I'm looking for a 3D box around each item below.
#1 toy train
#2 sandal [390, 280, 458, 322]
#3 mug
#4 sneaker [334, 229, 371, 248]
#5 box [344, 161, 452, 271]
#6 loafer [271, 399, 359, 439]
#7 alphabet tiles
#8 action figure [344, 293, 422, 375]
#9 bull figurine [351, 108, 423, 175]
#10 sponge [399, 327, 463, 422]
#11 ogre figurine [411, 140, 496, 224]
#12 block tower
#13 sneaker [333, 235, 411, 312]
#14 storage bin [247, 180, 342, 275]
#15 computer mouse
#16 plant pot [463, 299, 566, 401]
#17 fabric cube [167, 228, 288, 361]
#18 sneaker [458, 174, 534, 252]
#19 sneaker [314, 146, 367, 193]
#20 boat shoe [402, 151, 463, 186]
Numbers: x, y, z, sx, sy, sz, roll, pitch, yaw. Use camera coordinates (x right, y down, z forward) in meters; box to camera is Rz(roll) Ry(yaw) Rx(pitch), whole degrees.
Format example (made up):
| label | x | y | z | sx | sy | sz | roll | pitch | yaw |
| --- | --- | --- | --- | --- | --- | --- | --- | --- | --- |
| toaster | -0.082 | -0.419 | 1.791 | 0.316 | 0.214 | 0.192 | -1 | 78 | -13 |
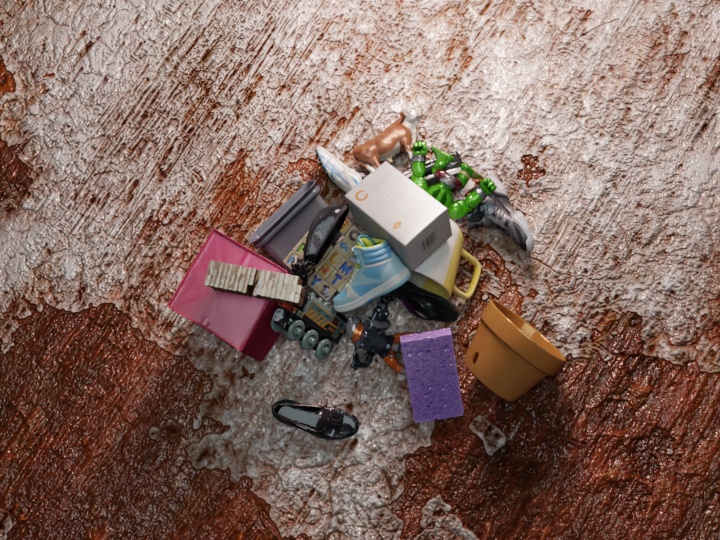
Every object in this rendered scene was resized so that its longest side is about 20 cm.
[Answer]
| label | x | y | z | sx | sy | sz | roll | pitch | yaw |
| --- | --- | --- | --- | --- | --- | --- | --- | --- | --- |
| toy train | -0.111 | 0.111 | 1.664 | 0.085 | 0.200 | 0.115 | 21 | 76 | 41 |
| sandal | 0.121 | 0.072 | 1.682 | 0.198 | 0.075 | 0.048 | 28 | 53 | -7 |
| mug | 0.166 | -0.027 | 1.705 | 0.148 | 0.186 | 0.155 | 8 | 66 | 40 |
| sneaker | -0.008 | -0.007 | 1.730 | 0.199 | 0.076 | 0.116 | -36 | 75 | -5 |
| box | 0.081 | -0.117 | 1.626 | 0.124 | 0.098 | 0.200 | -40 | 57 | -12 |
| loafer | -0.102 | 0.326 | 1.675 | 0.197 | 0.063 | 0.073 | 11 | 79 | 8 |
| alphabet tiles | -0.045 | -0.016 | 1.694 | 0.200 | 0.008 | 0.168 | 42 | 88 | -7 |
| action figure | 0.059 | 0.134 | 1.682 | 0.191 | 0.105 | 0.203 | 17 | 83 | -1 |
| bull figurine | 0.077 | -0.290 | 1.787 | 0.199 | 0.065 | 0.122 | -33 | 73 | -1 |
| sponge | 0.153 | 0.226 | 1.633 | 0.110 | 0.030 | 0.203 | -10 | 112 | 2 |
| ogre figurine | 0.185 | -0.189 | 1.687 | 0.198 | 0.098 | 0.121 | 29 | 93 | -18 |
| block tower | -0.211 | 0.026 | 1.553 | 0.197 | 0.058 | 0.055 | 11 | 79 | 6 |
| sneaker | 0.000 | 0.000 | 1.630 | 0.198 | 0.080 | 0.132 | -28 | 99 | 28 |
| storage bin | -0.139 | -0.086 | 1.742 | 0.200 | 0.145 | 0.135 | -43 | 104 | -5 |
| computer mouse | -0.095 | -0.067 | 1.626 | 0.052 | 0.139 | 0.201 | 30 | 75 | 9 |
| plant pot | 0.310 | 0.178 | 1.609 | 0.199 | 0.200 | 0.141 | 39 | 100 | 12 |
| fabric cube | -0.265 | 0.059 | 1.681 | 0.198 | 0.200 | 0.198 | 30 | 81 | 11 |
| sneaker | 0.302 | -0.109 | 1.724 | 0.113 | 0.076 | 0.202 | -29 | 71 | 0 |
| sneaker | -0.030 | -0.217 | 1.780 | 0.072 | 0.072 | 0.200 | -43 | 81 | 1 |
| boat shoe | 0.142 | -0.224 | 1.767 | 0.197 | 0.076 | 0.061 | -14 | 77 | -9 |
